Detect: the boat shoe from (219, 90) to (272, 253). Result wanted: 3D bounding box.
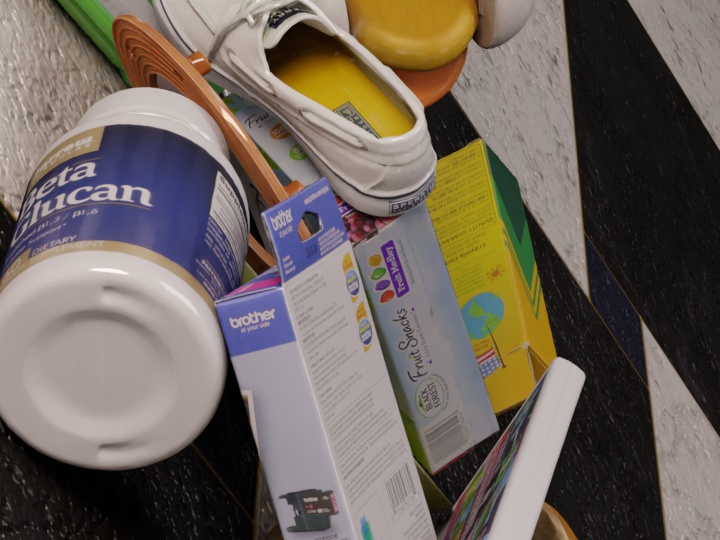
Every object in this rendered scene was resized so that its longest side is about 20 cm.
[{"bbox_3d":[-0.038,-0.068,1.711,0.201,0.070,0.071,66,18,6],"label":"boat shoe"}]

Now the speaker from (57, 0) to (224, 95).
[{"bbox_3d":[-0.138,-0.176,1.555,0.200,0.088,0.089,49,23,-40],"label":"speaker"}]

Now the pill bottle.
[{"bbox_3d":[-0.110,-0.005,1.352,0.111,0.111,0.200,56,19,-25],"label":"pill bottle"}]

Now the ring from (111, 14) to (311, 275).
[{"bbox_3d":[-0.065,-0.053,1.507,0.201,0.019,0.201,52,-12,15],"label":"ring"}]

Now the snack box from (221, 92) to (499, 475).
[{"bbox_3d":[0.000,0.000,1.570,0.142,0.053,0.200,46,-17,40],"label":"snack box"}]

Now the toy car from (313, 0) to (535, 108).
[{"bbox_3d":[0.013,-0.198,1.945,0.150,0.174,0.201,103,-26,-59],"label":"toy car"}]

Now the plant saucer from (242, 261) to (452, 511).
[{"bbox_3d":[-0.026,0.059,1.541,0.200,0.031,0.200,49,-2,2],"label":"plant saucer"}]

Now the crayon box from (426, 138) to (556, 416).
[{"bbox_3d":[0.046,0.031,1.726,0.051,0.127,0.200,46,26,-44],"label":"crayon box"}]

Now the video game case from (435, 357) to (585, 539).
[{"bbox_3d":[0.047,0.157,1.459,0.023,0.182,0.200,31,28,-1],"label":"video game case"}]

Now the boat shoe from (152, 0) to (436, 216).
[{"bbox_3d":[-0.037,-0.117,1.460,0.202,0.074,0.086,48,-23,27],"label":"boat shoe"}]

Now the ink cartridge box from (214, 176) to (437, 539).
[{"bbox_3d":[-0.016,0.064,1.319,0.119,0.042,0.201,-36,113,-72],"label":"ink cartridge box"}]

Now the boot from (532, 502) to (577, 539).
[{"bbox_3d":[0.150,0.212,1.677,0.144,0.071,0.202,-20,93,-52],"label":"boot"}]

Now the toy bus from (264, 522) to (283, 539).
[{"bbox_3d":[-0.023,0.165,1.408,0.065,0.078,0.200,53,19,-5],"label":"toy bus"}]
